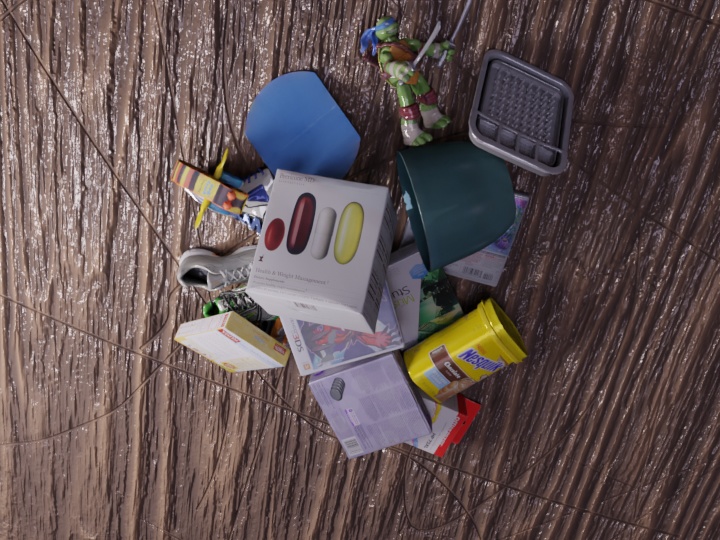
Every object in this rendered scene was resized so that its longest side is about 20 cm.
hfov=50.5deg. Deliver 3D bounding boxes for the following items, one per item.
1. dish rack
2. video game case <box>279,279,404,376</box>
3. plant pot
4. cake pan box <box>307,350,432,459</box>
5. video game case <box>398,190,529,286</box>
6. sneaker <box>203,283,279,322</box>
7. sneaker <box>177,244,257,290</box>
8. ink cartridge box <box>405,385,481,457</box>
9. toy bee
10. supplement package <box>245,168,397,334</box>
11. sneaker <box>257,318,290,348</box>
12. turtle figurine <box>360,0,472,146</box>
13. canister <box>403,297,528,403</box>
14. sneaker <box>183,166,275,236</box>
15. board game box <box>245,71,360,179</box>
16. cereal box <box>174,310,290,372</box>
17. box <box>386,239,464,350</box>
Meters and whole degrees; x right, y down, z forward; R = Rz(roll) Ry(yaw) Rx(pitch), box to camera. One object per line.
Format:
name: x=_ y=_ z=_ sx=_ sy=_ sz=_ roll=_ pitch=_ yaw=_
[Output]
dish rack: x=0.252 y=-0.245 z=1.214 sx=0.169 sy=0.203 sz=0.044 roll=22 pitch=149 yaw=-8
video game case: x=-0.038 y=0.080 z=1.327 sx=0.196 sy=0.023 sz=0.185 roll=-16 pitch=115 yaw=4
plant pot: x=0.160 y=-0.118 z=1.243 sx=0.158 sy=0.201 sz=0.204 roll=-16 pitch=115 yaw=0
cake pan box: x=0.023 y=0.255 z=1.458 sx=0.181 sy=0.053 sz=0.202 roll=-21 pitch=110 yaw=18
video game case: x=0.182 y=-0.077 z=1.376 sx=0.196 sy=0.024 sz=0.185 roll=15 pitch=115 yaw=-4
sneaker: x=-0.210 y=0.064 z=1.380 sx=0.198 sy=0.084 sz=0.080 roll=-25 pitch=76 yaw=41
sneaker: x=-0.241 y=0.006 z=1.394 sx=0.195 sy=0.092 sz=0.077 roll=-4 pitch=116 yaw=3
ink cartridge box: x=0.136 y=0.294 z=1.534 sx=0.197 sy=0.068 sz=0.118 roll=23 pitch=116 yaw=-9
toy bee: x=-0.222 y=-0.132 z=1.243 sx=0.195 sy=0.109 sz=0.134 roll=4 pitch=96 yaw=3
supplement package: x=-0.055 y=-0.027 z=1.211 sx=0.187 sy=0.147 sz=0.204 roll=9 pitch=75 yaw=11
sneaker: x=-0.146 y=0.056 z=1.425 sx=0.077 sy=0.077 sz=0.203 roll=-2 pitch=122 yaw=-47
turtle figurine: x=0.105 y=-0.308 z=1.200 sx=0.196 sy=0.145 sz=0.197 roll=-13 pitch=119 yaw=12
canister: x=0.196 y=0.156 z=1.436 sx=0.198 sy=0.088 sz=0.148 roll=-32 pitch=136 yaw=16
sneaker: x=-0.197 y=-0.144 z=1.336 sx=0.197 sy=0.081 sz=0.117 roll=27 pitch=100 yaw=-3
board game box: x=-0.098 y=-0.229 z=1.296 sx=0.157 sy=0.039 sz=0.201 roll=-36 pitch=91 yaw=7
cereal box: x=-0.239 y=0.136 z=1.413 sx=0.143 sy=0.040 sz=0.198 roll=38 pitch=149 yaw=-29
box: x=0.098 y=0.047 z=1.403 sx=0.142 sy=0.037 sz=0.201 roll=-25 pitch=128 yaw=8
